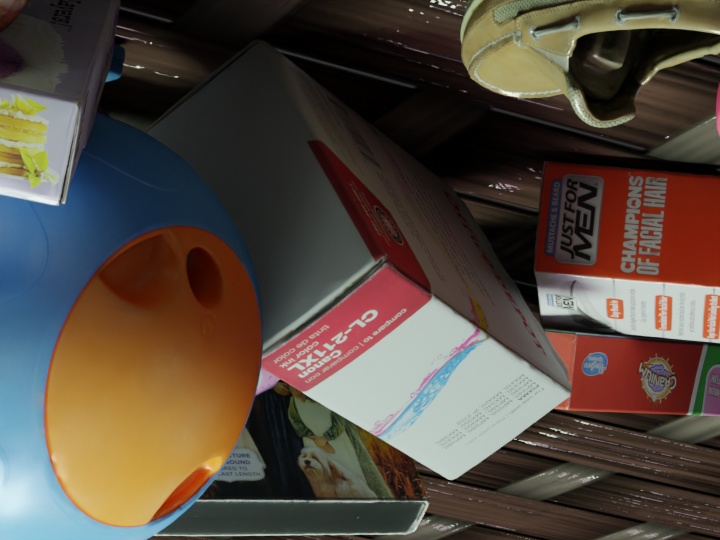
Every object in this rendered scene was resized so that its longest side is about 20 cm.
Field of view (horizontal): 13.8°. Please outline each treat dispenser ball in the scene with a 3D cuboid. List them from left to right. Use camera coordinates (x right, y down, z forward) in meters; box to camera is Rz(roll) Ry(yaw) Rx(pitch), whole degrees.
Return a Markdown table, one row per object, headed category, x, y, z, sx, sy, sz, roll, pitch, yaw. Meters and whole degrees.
| category | x | y | z | sx | sy | sz | roll | pitch | yaw |
| --- | --- | --- | --- | --- | --- | --- | --- | --- | --- |
| treat dispenser ball | -0.141 | 0.028 | 1.276 | 0.200 | 0.201 | 0.201 | 7 | 163 | 2 |

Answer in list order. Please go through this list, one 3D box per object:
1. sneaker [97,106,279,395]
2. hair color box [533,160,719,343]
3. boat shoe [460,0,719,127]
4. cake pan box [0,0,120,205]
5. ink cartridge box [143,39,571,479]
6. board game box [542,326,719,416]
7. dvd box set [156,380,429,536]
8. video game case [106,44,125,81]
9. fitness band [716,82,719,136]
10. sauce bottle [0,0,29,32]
| category | x | y | z | sx | sy | sz | roll | pitch | yaw |
| --- | --- | --- | --- | --- | --- | --- | --- | --- | --- |
| sneaker | -0.098 | -0.005 | 1.464 | 0.088 | 0.200 | 0.081 | -5 | 139 | -41 |
| hair color box | 0.191 | -0.004 | 1.512 | 0.200 | 0.064 | 0.111 | 4 | 165 | 6 |
| boat shoe | 0.096 | -0.095 | 1.226 | 0.072 | 0.076 | 0.200 | 14 | 163 | -21 |
| cake pan box | -0.194 | -0.096 | 1.213 | 0.184 | 0.052 | 0.200 | 14 | -159 | -3 |
| ink cartridge box | 0.000 | 0.000 | 1.431 | 0.083 | 0.146 | 0.200 | -38 | 146 | 12 |
| board game box | 0.115 | 0.052 | 1.650 | 0.153 | 0.040 | 0.200 | 6 | 180 | 41 |
| dvd box set | -0.061 | 0.048 | 1.505 | 0.146 | 0.200 | 0.029 | 3 | 135 | -27 |
| video game case | -0.229 | -0.105 | 1.439 | 0.143 | 0.018 | 0.200 | 22 | 158 | -38 |
| fitness band | 0.251 | -0.068 | 1.328 | 0.200 | 0.038 | 0.143 | -7 | 161 | 42 |
| sauce bottle | -0.200 | -0.142 | 1.075 | 0.066 | 0.066 | 0.200 | -5 | 162 | 37 |
